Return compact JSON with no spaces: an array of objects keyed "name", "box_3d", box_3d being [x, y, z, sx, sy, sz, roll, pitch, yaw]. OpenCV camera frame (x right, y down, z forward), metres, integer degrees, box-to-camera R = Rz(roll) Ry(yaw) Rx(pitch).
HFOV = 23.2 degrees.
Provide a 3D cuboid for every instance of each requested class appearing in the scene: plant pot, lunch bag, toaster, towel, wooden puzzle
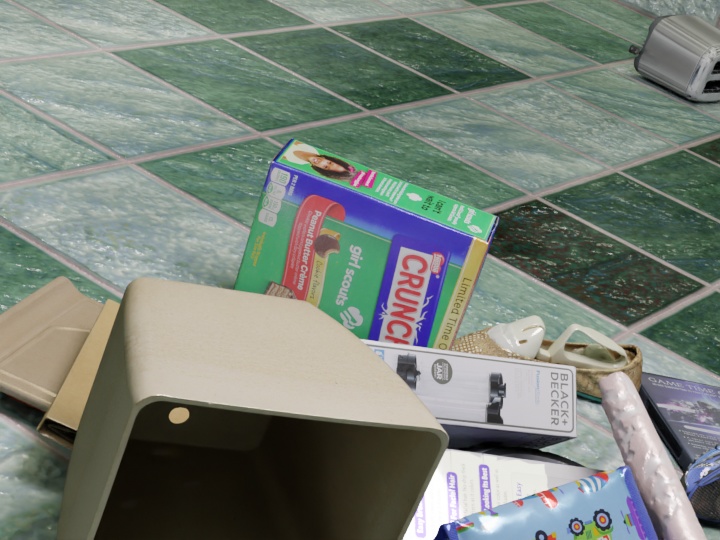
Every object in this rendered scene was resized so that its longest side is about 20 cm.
[{"name":"plant pot","box_3d":[-0.091,0.114,1.127,0.200,0.200,0.177,9,31,-24]},{"name":"lunch bag","box_3d":[0.134,0.247,1.121,0.151,0.094,0.200,-13,69,-30]},{"name":"toaster","box_3d":[0.543,-0.347,2.872,0.129,0.114,0.200,35,25,30]},{"name":"towel","box_3d":[0.227,0.197,1.233,0.032,0.191,0.200,-24,46,4]},{"name":"wooden puzzle","box_3d":[-0.190,0.086,1.368,0.200,0.037,0.185,28,24,8]}]

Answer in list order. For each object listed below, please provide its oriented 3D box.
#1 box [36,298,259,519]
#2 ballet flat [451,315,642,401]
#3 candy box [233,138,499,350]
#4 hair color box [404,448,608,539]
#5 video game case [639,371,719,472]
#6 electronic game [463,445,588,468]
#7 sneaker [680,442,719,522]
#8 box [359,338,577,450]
[{"name":"box","box_3d":[-0.140,0.102,1.305,0.163,0.021,0.200,25,24,-6]},{"name":"ballet flat","box_3d":[0.175,0.075,1.641,0.200,0.065,0.071,11,24,-19]},{"name":"candy box","box_3d":[0.000,0.000,1.538,0.200,0.169,0.077,20,26,3]},{"name":"hair color box","box_3d":[0.088,0.190,1.232,0.200,0.065,0.109,10,55,-15]},{"name":"video game case","box_3d":[0.346,0.160,1.645,0.143,0.019,0.200,12,22,-18]},{"name":"electronic game","box_3d":[0.147,0.204,1.346,0.200,0.042,0.200,17,29,-10]},{"name":"sneaker","box_3d":[0.359,0.198,1.496,0.200,0.075,0.078,8,27,-21]},{"name":"box","box_3d":[0.061,0.106,1.406,0.200,0.060,0.117,8,-18,-26]}]
